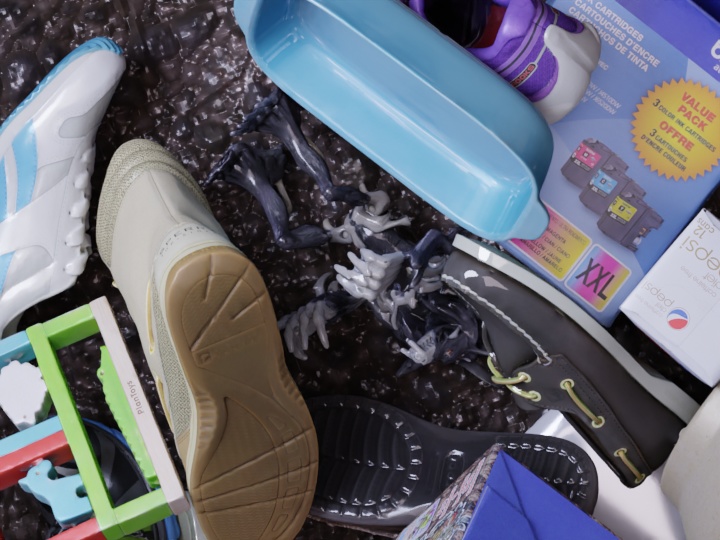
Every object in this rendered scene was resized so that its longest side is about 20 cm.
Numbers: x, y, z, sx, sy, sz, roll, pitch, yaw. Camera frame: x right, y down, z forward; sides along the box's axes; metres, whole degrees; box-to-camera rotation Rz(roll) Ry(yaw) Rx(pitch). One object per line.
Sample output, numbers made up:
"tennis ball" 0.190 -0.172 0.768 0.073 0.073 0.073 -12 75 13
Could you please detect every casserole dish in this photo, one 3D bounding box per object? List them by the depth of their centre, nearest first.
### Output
"casserole dish" 0.024 -0.092 1.470 0.200 0.121 0.039 38 70 5

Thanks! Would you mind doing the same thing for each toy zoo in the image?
"toy zoo" -0.204 0.108 1.518 0.200 0.020 0.131 -24 62 -2

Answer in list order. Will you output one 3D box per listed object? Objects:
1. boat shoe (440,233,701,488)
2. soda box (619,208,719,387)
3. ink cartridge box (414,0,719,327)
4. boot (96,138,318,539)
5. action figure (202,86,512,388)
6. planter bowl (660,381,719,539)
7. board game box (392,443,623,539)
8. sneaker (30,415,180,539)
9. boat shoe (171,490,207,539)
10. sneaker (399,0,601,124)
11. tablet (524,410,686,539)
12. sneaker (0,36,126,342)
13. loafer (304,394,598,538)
"boat shoe" 0.106 0.051 1.513 0.201 0.072 0.061 38 89 -36
"soda box" 0.181 0.016 1.495 0.064 0.200 0.068 41 93 7
"ink cartridge box" 0.142 -0.088 1.557 0.136 0.076 0.200 38 91 0
"boot" -0.087 0.042 1.536 0.073 0.155 0.200 -20 124 -11
"action figure" 0.000 0.000 1.545 0.200 0.102 0.119 44 136 4
"planter bowl" 0.245 0.111 1.514 0.135 0.200 0.200 38 93 19
"board game box" 0.064 0.218 1.503 0.159 0.097 0.200 38 127 -8
"sneaker" -0.142 0.158 1.540 0.071 0.083 0.200 -52 52 37
"boat shoe" -0.074 0.220 1.580 0.066 0.074 0.200 -3 86 -33
"sneaker" 0.040 -0.134 1.511 0.083 0.200 0.081 38 70 -38
"tablet" 0.109 0.165 1.598 0.200 0.014 0.130 -44 90 2
"sneaker" -0.177 -0.036 1.571 0.081 0.077 0.200 31 101 -3
"loafer" 0.036 0.123 1.563 0.200 0.071 0.073 11 65 21
